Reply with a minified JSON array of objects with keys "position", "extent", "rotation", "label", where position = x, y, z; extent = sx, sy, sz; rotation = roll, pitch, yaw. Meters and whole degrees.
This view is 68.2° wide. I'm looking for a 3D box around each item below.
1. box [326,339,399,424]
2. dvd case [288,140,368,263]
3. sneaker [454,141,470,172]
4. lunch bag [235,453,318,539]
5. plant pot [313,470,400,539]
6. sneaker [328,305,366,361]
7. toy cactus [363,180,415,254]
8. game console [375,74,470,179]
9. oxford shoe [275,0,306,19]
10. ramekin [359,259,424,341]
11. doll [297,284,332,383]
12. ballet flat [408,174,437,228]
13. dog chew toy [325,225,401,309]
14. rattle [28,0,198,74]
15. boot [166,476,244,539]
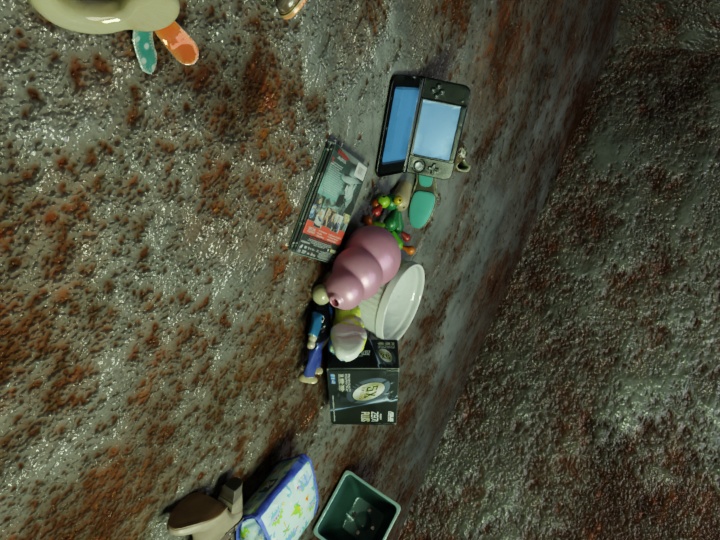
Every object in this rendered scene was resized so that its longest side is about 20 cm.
[{"position":[0.007,0.261,1.228],"extent":[0.087,0.158,0.204],"rotation":[-89,179,-51],"label":"box"},{"position":[-0.055,-0.120,0.989],"extent":[0.145,0.022,0.205],"rotation":[13,100,-64],"label":"dvd case"},{"position":[0.232,-0.313,1.324],"extent":[0.072,0.074,0.200],"rotation":[-62,154,-8],"label":"sneaker"},{"position":[-0.174,0.504,1.129],"extent":[0.170,0.126,0.203],"rotation":[-43,156,-44],"label":"lunch bag"},{"position":[0.000,0.751,1.600],"extent":[0.198,0.193,0.201],"rotation":[-57,162,-18],"label":"plant pot"},{"position":[-0.031,0.150,1.110],"extent":[0.201,0.073,0.108],"rotation":[-83,-173,-64],"label":"sneaker"},{"position":[0.081,-0.125,1.183],"extent":[0.201,0.100,0.168],"rotation":[53,53,-51],"label":"toy cactus"},{"position":[0.132,-0.291,1.115],"extent":[0.117,0.170,0.205],"rotation":[-77,178,-65],"label":"game console"},{"position":[-0.082,-0.427,0.667],"extent":[0.072,0.070,0.206],"rotation":[10,97,-43],"label":"oxford shoe"},{"position":[0.061,0.061,1.259],"extent":[0.200,0.103,0.204],"rotation":[-44,146,-40],"label":"ramekin"},{"position":[-0.087,0.126,1.081],"extent":[0.137,0.047,0.206],"rotation":[-53,155,-69],"label":"doll"},{"position":[0.160,-0.205,1.294],"extent":[0.076,0.066,0.205],"rotation":[-54,153,-57],"label":"ballet flat"},{"position":[0.000,0.000,1.061],"extent":[0.201,0.122,0.127],"rotation":[-50,150,-40],"label":"dog chew toy"},{"position":[-0.237,-0.292,0.501],"extent":[0.129,0.144,0.200],"rotation":[-38,176,15],"label":"rattle"},{"position":[-0.283,0.474,0.968],"extent":[0.198,0.069,0.150],"rotation":[-8,119,-60],"label":"boot"}]
